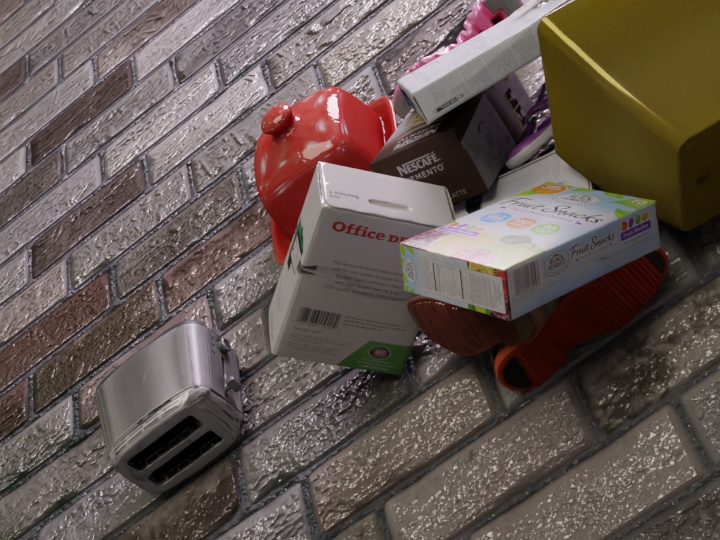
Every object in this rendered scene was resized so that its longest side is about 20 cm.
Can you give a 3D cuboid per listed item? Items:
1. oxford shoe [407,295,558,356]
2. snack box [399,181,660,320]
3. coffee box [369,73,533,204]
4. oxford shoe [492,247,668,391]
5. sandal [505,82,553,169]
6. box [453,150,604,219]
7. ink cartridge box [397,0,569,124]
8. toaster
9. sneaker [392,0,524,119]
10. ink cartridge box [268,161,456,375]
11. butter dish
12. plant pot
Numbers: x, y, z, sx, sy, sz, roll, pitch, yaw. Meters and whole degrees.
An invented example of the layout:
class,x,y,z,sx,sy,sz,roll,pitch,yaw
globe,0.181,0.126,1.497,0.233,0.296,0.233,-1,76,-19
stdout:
class,x,y,z,sx,sy,sz,roll,pitch,yaw
oxford shoe,0.123,0.034,1.466,0.074,0.071,0.199,-43,22,-29
snack box,0.155,-0.022,1.386,0.199,0.053,0.142,-22,25,-34
coffee box,0.105,-0.147,1.670,0.114,0.080,0.200,-22,20,31
oxford shoe,0.204,0.030,1.460,0.200,0.071,0.073,-36,31,14
sandal,0.214,-0.183,1.639,0.203,0.050,0.082,-44,0,-24
box,0.168,-0.046,1.579,0.199,0.060,0.117,-24,40,28
ink cartridge box,0.138,-0.229,1.610,0.199,0.041,0.200,-31,11,4
toaster,-0.222,0.162,1.735,0.199,0.114,0.130,-35,38,12
sneaker,0.118,-0.258,1.849,0.200,0.079,0.095,-43,13,4
ink cartridge box,0.000,0.000,1.557,0.085,0.145,0.201,-99,24,-51
butter dish,-0.063,-0.144,1.841,0.199,0.148,0.201,-30,37,20
plant pot,0.304,-0.161,1.418,0.199,0.200,0.177,-30,53,-8
